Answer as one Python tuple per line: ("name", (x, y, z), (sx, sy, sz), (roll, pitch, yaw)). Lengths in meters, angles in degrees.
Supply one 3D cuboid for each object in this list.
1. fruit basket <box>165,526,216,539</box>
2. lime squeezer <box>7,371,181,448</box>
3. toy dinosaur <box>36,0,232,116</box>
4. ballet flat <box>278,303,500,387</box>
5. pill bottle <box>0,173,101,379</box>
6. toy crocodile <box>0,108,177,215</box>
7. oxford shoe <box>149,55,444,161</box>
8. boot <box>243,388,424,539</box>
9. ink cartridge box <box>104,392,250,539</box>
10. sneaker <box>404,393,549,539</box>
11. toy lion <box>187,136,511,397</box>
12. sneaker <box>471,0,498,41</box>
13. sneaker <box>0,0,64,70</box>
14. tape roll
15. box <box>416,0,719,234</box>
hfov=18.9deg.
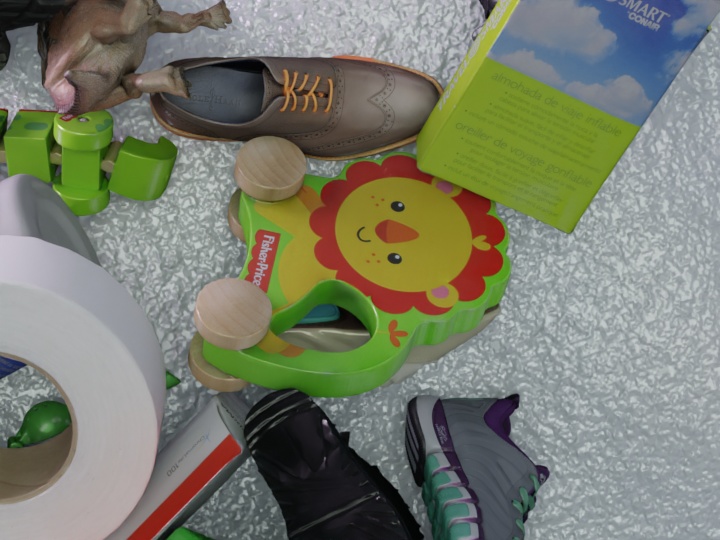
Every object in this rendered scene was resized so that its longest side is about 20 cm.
("fruit basket", (-0.057, 0.261, 1.364), (0.156, 0.216, 0.216), (-44, 91, -3))
("lime squeezer", (-0.210, 0.133, 1.448), (0.071, 0.038, 0.200), (38, 86, -34))
("toy dinosaur", (-0.171, -0.143, 1.385), (0.135, 0.200, 0.086), (-19, 121, 23))
("ballet flat", (-0.006, 0.048, 1.445), (0.200, 0.069, 0.070), (-2, 89, -1))
("pill bottle", (-0.273, 0.030, 1.394), (0.200, 0.112, 0.112), (-28, 90, 13))
("toy crocodile", (-0.222, -0.083, 1.434), (0.200, 0.062, 0.068), (7, 124, 2))
("oxford shoe", (-0.041, -0.110, 1.435), (0.200, 0.073, 0.071), (-1, 90, -3))
("boot", (0.002, 0.175, 1.349), (0.073, 0.162, 0.198), (-32, 55, 2))
("ink cartridge box", (-0.137, 0.151, 1.354), (0.057, 0.200, 0.163), (45, 94, 7))
("sneaker", (0.090, 0.160, 1.401), (0.087, 0.074, 0.200), (-8, 55, -10))
("toy lion", (0.000, 0.000, 1.401), (0.192, 0.069, 0.200), (13, 50, 0))
("sneaker", (0.166, -0.196, 1.450), (0.200, 0.075, 0.114), (-2, 95, -2))
("sneaker", (-0.242, -0.185, 1.372), (0.075, 0.200, 0.079), (2, 77, -27))
("tape roll", (-0.221, 0.081, 1.316), (0.202, 0.071, 0.203), (0, 114, 1))
("box", (0.133, -0.129, 1.396), (0.122, 0.048, 0.200), (22, 122, -16))
